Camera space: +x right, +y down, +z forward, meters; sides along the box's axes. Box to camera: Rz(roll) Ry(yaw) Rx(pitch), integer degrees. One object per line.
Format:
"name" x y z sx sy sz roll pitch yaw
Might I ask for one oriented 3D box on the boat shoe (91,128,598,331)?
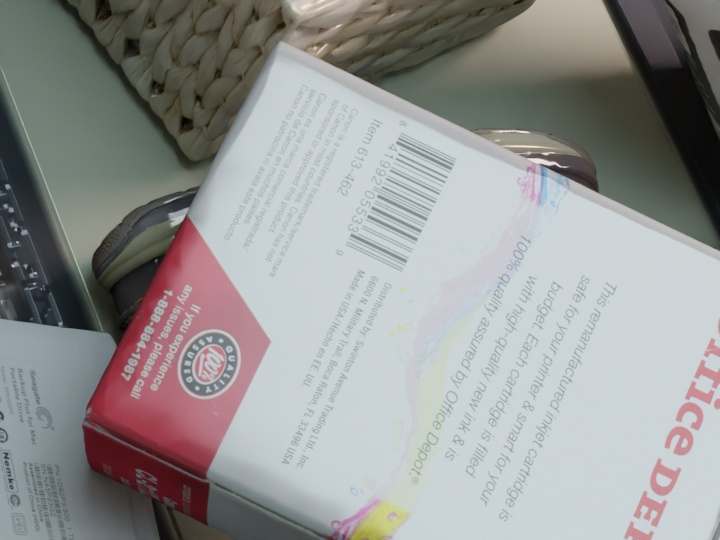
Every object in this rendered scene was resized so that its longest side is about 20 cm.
"boat shoe" 0.000 0.000 0.933 0.199 0.075 0.074 -13 78 -18

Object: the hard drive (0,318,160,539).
"hard drive" -0.150 0.073 0.805 0.199 0.026 0.133 9 57 -44

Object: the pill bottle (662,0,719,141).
"pill bottle" 0.175 -0.116 0.972 0.116 0.200 0.117 -11 56 16

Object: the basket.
"basket" -0.009 -0.144 0.964 0.199 0.136 0.124 -26 79 -32

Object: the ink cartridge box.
"ink cartridge box" 0.028 0.039 0.831 0.199 0.083 0.146 26 73 3
